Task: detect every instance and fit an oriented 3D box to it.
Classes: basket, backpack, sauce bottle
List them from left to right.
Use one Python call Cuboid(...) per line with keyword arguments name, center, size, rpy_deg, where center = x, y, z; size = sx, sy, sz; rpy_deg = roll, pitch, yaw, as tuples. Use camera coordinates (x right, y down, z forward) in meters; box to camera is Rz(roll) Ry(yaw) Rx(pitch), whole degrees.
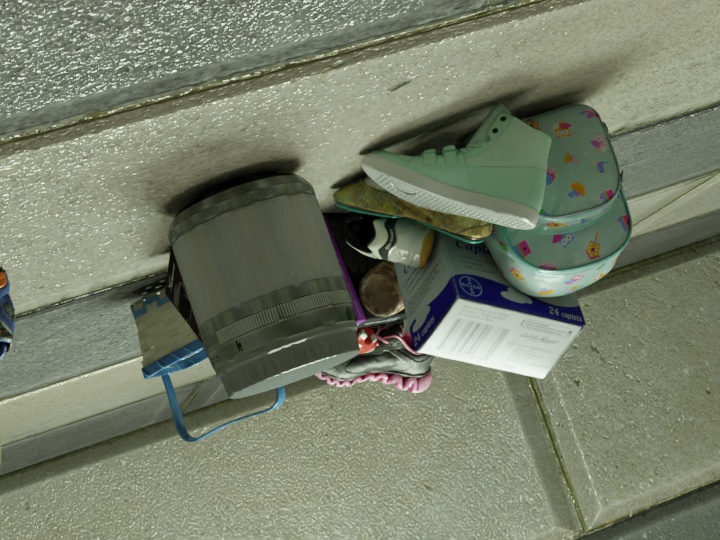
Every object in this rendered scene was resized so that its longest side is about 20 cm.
Cuboid(name="basket", center=(-0.194, 0.105, 1.779), size=(0.175, 0.203, 0.139), rpy_deg=(-23, 171, 29))
Cuboid(name="sauce bottle", center=(0.063, 0.001, 1.764), size=(0.065, 0.067, 0.200), rpy_deg=(-24, -173, 29))
Cuboid(name="backpack", center=(0.217, -0.079, 1.570), size=(0.174, 0.202, 0.153), rpy_deg=(-16, 167, -16))

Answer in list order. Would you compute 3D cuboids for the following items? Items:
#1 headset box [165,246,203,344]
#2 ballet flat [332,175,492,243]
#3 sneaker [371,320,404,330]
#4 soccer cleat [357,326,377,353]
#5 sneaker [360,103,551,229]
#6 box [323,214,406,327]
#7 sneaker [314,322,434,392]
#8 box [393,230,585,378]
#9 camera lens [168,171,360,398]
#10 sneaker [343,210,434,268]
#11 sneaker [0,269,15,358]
Cuboid(name="headset box", center=(-0.112, 0.042, 1.577), size=(0.147, 0.200, 0.078), rpy_deg=(-15, 136, -32))
Cuboid(name="ballet flat", center=(0.061, -0.086, 1.553), size=(0.198, 0.072, 0.070), rpy_deg=(17, -170, 27))
Cuboid(name="sneaker", center=(0.026, 0.058, 1.938), size=(0.077, 0.202, 0.079), rpy_deg=(29, 168, -17))
Cuboid(name="soccer cleat", center=(-0.059, 0.078, 1.739), size=(0.085, 0.069, 0.199), rpy_deg=(-43, 145, 26))
Cuboid(name="sneaker", center=(0.106, -0.125, 1.474), size=(0.198, 0.120, 0.074), rpy_deg=(15, 169, 9))
Cuboid(name="box", center=(0.000, 0.000, 1.769), size=(0.036, 0.145, 0.199), rpy_deg=(-26, 170, 27))
Cuboid(name="sneaker", center=(0.018, 0.103, 1.842), size=(0.197, 0.079, 0.096), rpy_deg=(6, 128, -26))
Cuboid(name="box", center=(0.148, 0.009, 1.656), size=(0.182, 0.202, 0.105), rpy_deg=(13, 131, -25))
Cuboid(name="camera lens", center=(-0.098, 0.012, 1.410), size=(0.158, 0.202, 0.160), rpy_deg=(-19, 172, -3))
Cuboid(name="sneaker", center=(0.015, -0.057, 1.652), size=(0.087, 0.077, 0.200), rpy_deg=(11, -176, -22))
Cuboid(name="sneaker", center=(-0.405, 0.064, 1.454), size=(0.074, 0.079, 0.200), rpy_deg=(-15, 171, -23))
